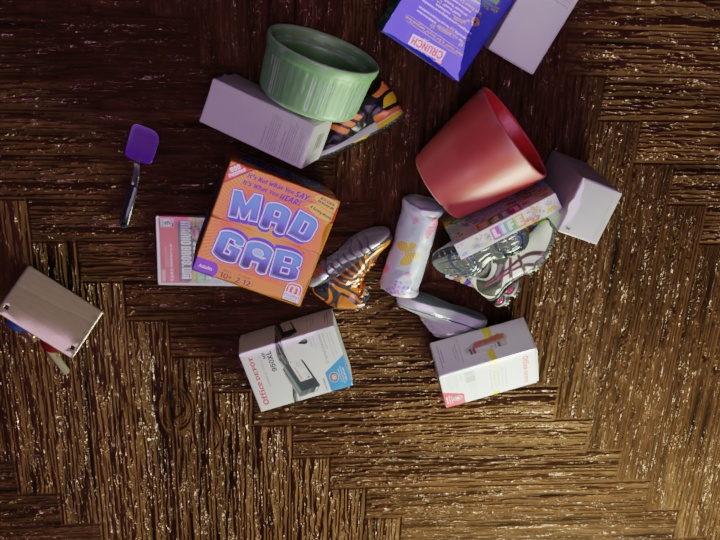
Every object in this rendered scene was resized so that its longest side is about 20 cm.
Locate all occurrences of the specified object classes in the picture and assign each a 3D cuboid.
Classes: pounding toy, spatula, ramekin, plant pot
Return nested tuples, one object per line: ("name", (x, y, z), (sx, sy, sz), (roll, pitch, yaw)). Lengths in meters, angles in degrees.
("pounding toy", (-0.586, 0.099, 1.646), (0.184, 0.200, 0.143), (36, 77, -18))
("spatula", (-0.419, -0.169, 1.625), (0.056, 0.021, 0.201), (19, 113, 1))
("ramekin", (-0.077, -0.335, 1.497), (0.199, 0.200, 0.098), (16, 118, -12))
("plant pot", (0.210, -0.201, 1.588), (0.177, 0.201, 0.200), (-36, 112, 21))

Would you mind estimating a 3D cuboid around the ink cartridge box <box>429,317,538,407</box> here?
("ink cartridge box", (0.252, 0.188, 1.774), (0.199, 0.084, 0.145), (-15, 144, 1))

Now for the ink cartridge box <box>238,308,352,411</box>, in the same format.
("ink cartridge box", (-0.130, 0.181, 1.765), (0.199, 0.084, 0.145), (-17, 113, 2))

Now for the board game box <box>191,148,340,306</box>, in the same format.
("board game box", (-0.174, -0.082, 1.572), (0.199, 0.200, 0.201), (20, 99, -13))

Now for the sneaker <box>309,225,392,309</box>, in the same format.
("sneaker", (0.000, 0.000, 1.714), (0.200, 0.078, 0.112), (-33, 116, 20))

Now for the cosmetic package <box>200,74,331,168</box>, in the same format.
("cosmetic package", (-0.162, -0.264, 1.525), (0.199, 0.108, 0.085), (25, 112, 8))

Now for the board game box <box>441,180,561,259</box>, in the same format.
("board game box", (0.255, -0.103, 1.605), (0.199, 0.135, 0.034), (-27, 112, 6))

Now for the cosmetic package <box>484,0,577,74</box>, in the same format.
("cosmetic package", (0.310, -0.462, 1.543), (0.101, 0.074, 0.200), (27, 110, -15))

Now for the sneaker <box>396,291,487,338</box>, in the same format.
("sneaker", (0.158, 0.099, 1.763), (0.199, 0.073, 0.071), (20, 106, -13))

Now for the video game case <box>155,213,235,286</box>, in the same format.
("video game case", (-0.293, -0.038, 1.694), (0.199, 0.017, 0.144), (1, 112, -6))

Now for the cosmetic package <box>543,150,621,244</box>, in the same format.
("cosmetic package", (0.393, -0.139, 1.615), (0.084, 0.200, 0.108), (19, 111, -12))

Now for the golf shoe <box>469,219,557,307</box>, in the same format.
("golf shoe", (0.296, -0.024, 1.675), (0.088, 0.077, 0.200), (34, 105, -10))

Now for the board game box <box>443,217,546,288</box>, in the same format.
("board game box", (0.263, -0.059, 1.721), (0.134, 0.045, 0.201), (20, 109, -13))

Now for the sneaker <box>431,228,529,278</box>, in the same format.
("sneaker", (0.229, -0.048, 1.661), (0.199, 0.087, 0.075), (-19, 116, 23))

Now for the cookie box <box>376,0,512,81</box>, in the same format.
("cookie box", (0.153, -0.463, 1.525), (0.171, 0.075, 0.200), (30, 107, -16))

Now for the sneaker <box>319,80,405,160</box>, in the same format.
("sneaker", (-0.023, -0.274, 1.602), (0.199, 0.070, 0.090), (-25, 92, 9))

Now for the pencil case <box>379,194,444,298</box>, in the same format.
("pencil case", (0.098, -0.047, 1.690), (0.083, 0.091, 0.201), (18, 110, 7))
